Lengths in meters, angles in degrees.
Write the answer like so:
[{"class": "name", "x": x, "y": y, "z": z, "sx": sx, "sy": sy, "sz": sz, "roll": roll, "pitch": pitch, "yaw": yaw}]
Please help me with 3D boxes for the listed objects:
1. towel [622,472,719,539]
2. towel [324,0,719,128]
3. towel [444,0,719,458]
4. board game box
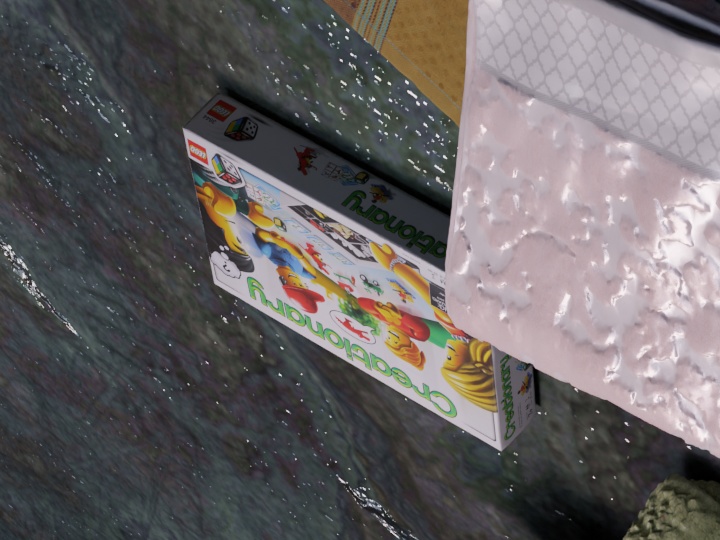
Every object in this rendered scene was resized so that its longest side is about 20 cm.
[{"class": "towel", "x": 0.187, "y": 0.211, "z": 1.358, "sx": 0.200, "sy": 0.149, "sz": 0.036, "roll": 40, "pitch": 178, "yaw": 9}, {"class": "towel", "x": 0.065, "y": -0.112, "z": 1.147, "sx": 0.200, "sy": 0.022, "sz": 0.147, "roll": 44, "pitch": 137, "yaw": 21}, {"class": "towel", "x": 0.114, "y": -0.024, "z": 1.102, "sx": 0.200, "sy": 0.032, "sz": 0.192, "roll": 27, "pitch": 130, "yaw": 37}, {"class": "board game box", "x": 0.000, "y": 0.000, "z": 1.433, "sx": 0.199, "sy": 0.035, "sz": 0.127, "roll": 29, "pitch": 149, "yaw": 28}]
